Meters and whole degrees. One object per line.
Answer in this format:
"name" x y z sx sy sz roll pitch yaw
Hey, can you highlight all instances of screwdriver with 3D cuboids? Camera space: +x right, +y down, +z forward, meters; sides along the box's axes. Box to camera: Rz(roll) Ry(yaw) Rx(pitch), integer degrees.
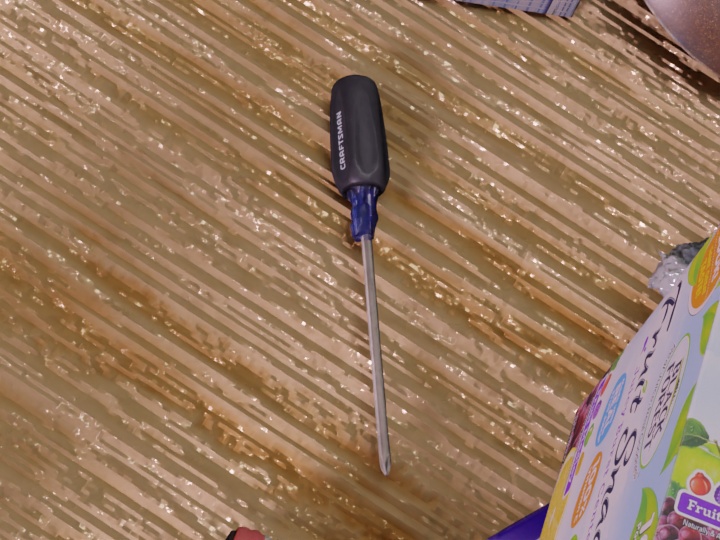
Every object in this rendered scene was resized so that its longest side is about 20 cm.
"screwdriver" 0.000 0.000 0.992 0.029 0.028 0.201 -7 64 15

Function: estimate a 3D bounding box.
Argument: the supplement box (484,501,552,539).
"supplement box" 0.129 0.189 0.892 0.101 0.103 0.201 -25 72 -25

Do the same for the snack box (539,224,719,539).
"snack box" 0.108 0.081 0.768 0.053 0.200 0.143 20 62 -3

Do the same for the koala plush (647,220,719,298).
"koala plush" 0.244 0.021 0.979 0.177 0.184 0.200 -37 67 -28

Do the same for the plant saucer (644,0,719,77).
"plant saucer" 0.214 -0.187 1.105 0.199 0.034 0.202 8 74 -27

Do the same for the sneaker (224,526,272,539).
"sneaker" -0.032 0.201 0.858 0.086 0.074 0.201 14 62 -10

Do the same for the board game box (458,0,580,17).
"board game box" 0.067 -0.234 1.104 0.198 0.062 0.201 6 63 -12
